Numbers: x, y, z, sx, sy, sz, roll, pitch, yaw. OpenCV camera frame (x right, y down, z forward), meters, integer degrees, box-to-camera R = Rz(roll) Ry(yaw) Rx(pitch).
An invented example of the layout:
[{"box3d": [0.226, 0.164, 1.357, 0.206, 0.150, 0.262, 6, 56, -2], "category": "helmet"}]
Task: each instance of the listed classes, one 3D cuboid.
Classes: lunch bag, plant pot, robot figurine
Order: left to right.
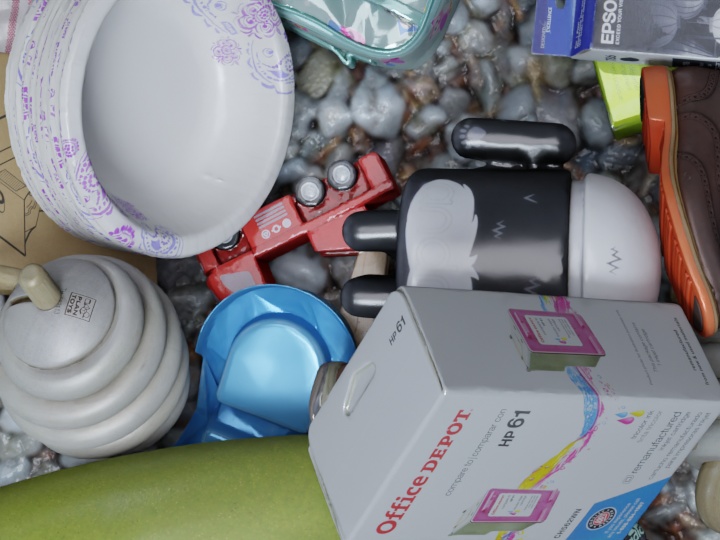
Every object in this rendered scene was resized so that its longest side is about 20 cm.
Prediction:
[{"box3d": [-0.102, 0.183, 1.277, 0.199, 0.187, 0.188, -24, 80, 3], "category": "plant pot"}, {"box3d": [-0.015, -0.230, 1.399, 0.199, 0.077, 0.162, 24, 87, 12], "category": "lunch bag"}, {"box3d": [0.089, -0.002, 1.287, 0.198, 0.151, 0.125, 1, 41, 7], "category": "robot figurine"}]

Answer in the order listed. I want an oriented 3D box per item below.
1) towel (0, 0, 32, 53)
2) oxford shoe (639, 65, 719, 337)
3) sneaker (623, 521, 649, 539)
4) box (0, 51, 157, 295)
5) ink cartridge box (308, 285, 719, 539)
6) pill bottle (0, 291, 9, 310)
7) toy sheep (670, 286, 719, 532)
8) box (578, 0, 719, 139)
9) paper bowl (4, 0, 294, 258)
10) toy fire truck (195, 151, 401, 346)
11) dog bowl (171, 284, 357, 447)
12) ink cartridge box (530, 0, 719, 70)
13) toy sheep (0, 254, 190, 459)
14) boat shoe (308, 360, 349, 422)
[{"box3d": [-0.303, -0.158, 1.459, 0.198, 0.030, 0.148, 5, 85, 9], "category": "towel"}, {"box3d": [0.219, -0.050, 1.273, 0.072, 0.071, 0.202, -5, 57, 3], "category": "oxford shoe"}, {"box3d": [0.183, 0.192, 1.304, 0.198, 0.078, 0.141, 3, 102, 8], "category": "sneaker"}, {"box3d": [-0.224, -0.062, 1.361, 0.021, 0.199, 0.165, -20, 69, 47], "category": "box"}, {"box3d": [0.088, 0.089, 1.198, 0.198, 0.145, 0.085, 5, 45, -28], "category": "ink cartridge box"}, {"box3d": [-0.326, 0.029, 1.400, 0.198, 0.109, 0.110, -8, 82, 7], "category": "pill bottle"}, {"box3d": [0.253, 0.069, 1.294, 0.137, 0.138, 0.202, 13, 79, 10], "category": "toy sheep"}, {"box3d": [0.249, -0.175, 1.368, 0.198, 0.048, 0.123, -15, 82, 7], "category": "box"}, {"box3d": [-0.145, -0.112, 1.337, 0.104, 0.200, 0.203, 8, 84, 42], "category": "paper bowl"}, {"box3d": [0.000, 0.000, 1.385, 0.199, 0.049, 0.142, -26, 82, 6], "category": "toy fire truck"}, {"box3d": [-0.064, 0.101, 1.358, 0.111, 0.050, 0.202, 20, 104, 8], "category": "dog bowl"}, {"box3d": [0.212, -0.183, 1.332, 0.198, 0.039, 0.101, 4, 86, 10], "category": "ink cartridge box"}, {"box3d": [-0.176, 0.051, 1.293, 0.137, 0.200, 0.139, -7, 64, 14], "category": "toy sheep"}, {"box3d": [0.039, 0.133, 1.304, 0.071, 0.201, 0.076, -17, 38, 21], "category": "boat shoe"}]
